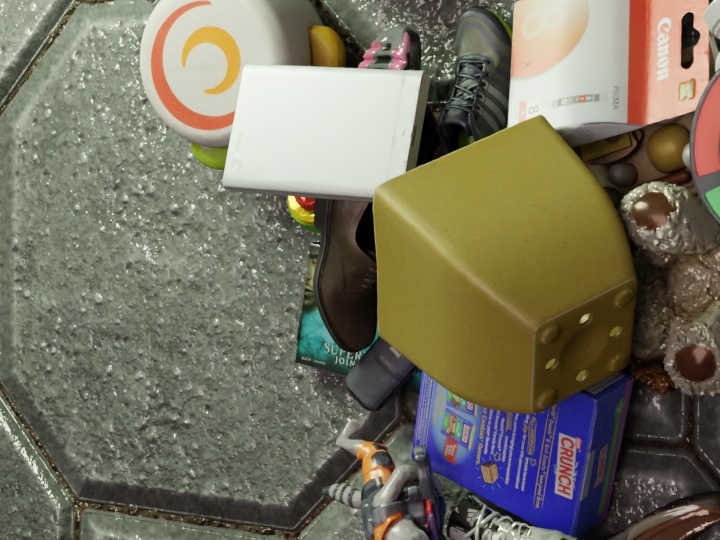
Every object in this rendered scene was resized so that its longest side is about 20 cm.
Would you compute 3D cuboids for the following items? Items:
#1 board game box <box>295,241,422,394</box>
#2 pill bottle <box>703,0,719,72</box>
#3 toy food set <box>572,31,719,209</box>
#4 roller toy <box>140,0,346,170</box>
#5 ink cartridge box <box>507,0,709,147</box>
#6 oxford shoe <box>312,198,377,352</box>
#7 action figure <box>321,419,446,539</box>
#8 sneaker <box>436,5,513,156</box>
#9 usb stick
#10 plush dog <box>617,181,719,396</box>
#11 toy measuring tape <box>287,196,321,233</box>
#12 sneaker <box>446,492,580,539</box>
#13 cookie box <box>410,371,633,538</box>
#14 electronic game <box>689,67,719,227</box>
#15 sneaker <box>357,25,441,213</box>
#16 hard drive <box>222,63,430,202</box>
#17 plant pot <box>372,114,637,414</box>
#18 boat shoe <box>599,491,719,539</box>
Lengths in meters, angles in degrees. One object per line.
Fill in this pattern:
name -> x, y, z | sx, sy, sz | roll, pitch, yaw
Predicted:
board game box -> 0.024, 0.052, 1.872 | 0.199, 0.028, 0.136 | 12, 98, 33
pill bottle -> 0.387, -0.163, 1.575 | 0.104, 0.104, 0.200 | -36, 72, 29
toy food set -> 0.270, -0.128, 1.681 | 0.200, 0.060, 0.144 | -19, 81, 33
roller toy -> -0.131, -0.230, 1.900 | 0.200, 0.140, 0.183 | -42, 80, 25
ink cartridge box -> 0.233, -0.206, 1.669 | 0.200, 0.050, 0.163 | -16, 59, 39
oxford shoe -> 0.000, 0.000, 1.787 | 0.084, 0.073, 0.201 | 21, 126, 39
action figure -> 0.033, 0.263, 1.780 | 0.193, 0.104, 0.201 | -131, 27, -70
sneaker -> 0.117, -0.167, 1.770 | 0.074, 0.081, 0.201 | -2, 90, 33
usb stick -> 0.056, 0.065, 1.815 | 0.055, 0.033, 0.200 | 50, 116, 22
plush dog -> 0.297, 0.020, 1.640 | 0.172, 0.160, 0.201 | -24, 81, 52
toy measuring tape -> -0.022, -0.050, 1.867 | 0.200, 0.073, 0.074 | 50, 116, 28
sneaker -> 0.137, 0.268, 1.697 | 0.115, 0.201, 0.076 | 34, 74, 2
cookie box -> 0.157, 0.148, 1.731 | 0.200, 0.075, 0.172 | 26, 124, 32
electronic game -> 0.376, -0.107, 1.497 | 0.199, 0.042, 0.201 | 1, 91, 32
sneaker -> 0.047, -0.153, 1.812 | 0.079, 0.095, 0.201 | 30, 119, 54
hard drive -> -0.035, -0.138, 1.754 | 0.199, 0.026, 0.132 | 5, 79, 24
plant pot -> 0.147, 0.013, 1.606 | 0.200, 0.194, 0.196 | 46, 151, 40
boat shoe -> 0.281, 0.273, 1.686 | 0.200, 0.076, 0.072 | -37, 75, 39
